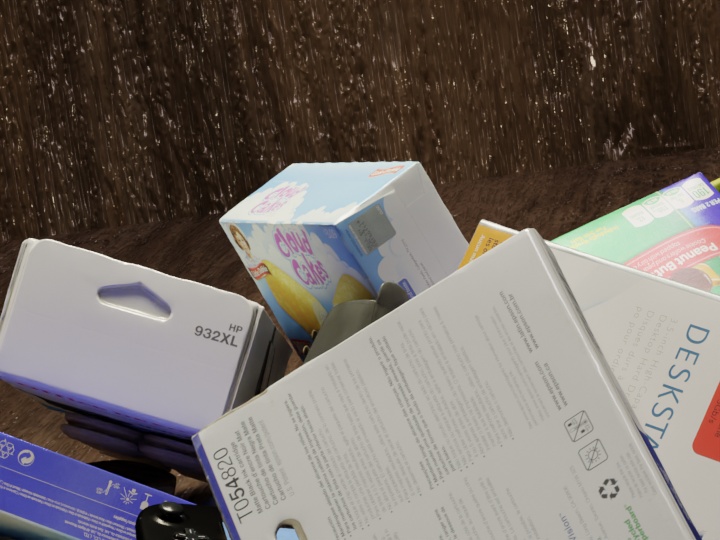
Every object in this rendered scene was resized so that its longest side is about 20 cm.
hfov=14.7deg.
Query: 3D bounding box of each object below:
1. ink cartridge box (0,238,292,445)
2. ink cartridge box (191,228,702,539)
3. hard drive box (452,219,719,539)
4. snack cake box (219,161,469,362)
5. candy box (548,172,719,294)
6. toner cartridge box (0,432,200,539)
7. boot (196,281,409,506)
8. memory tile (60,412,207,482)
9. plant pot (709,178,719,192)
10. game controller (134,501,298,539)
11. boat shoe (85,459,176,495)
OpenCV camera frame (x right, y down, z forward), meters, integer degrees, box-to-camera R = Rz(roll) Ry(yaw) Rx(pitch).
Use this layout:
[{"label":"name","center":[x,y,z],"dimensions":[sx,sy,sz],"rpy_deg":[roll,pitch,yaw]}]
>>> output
[{"label":"ink cartridge box","center":[-0.127,0.052,1.664],"dimensions":[0.144,0.084,0.200],"rpy_deg":[16,-7,6]},{"label":"ink cartridge box","center":[0.040,0.109,1.312],"dimensions":[0.199,0.200,0.041],"rpy_deg":[-31,-34,9]},{"label":"hard drive box","center":[0.122,0.081,1.358],"dimensions":[0.199,0.157,0.077],"rpy_deg":[18,-13,33]},{"label":"snack cake box","center":[0.000,0.000,1.661],"dimensions":[0.067,0.115,0.200],"rpy_deg":[-37,14,-17]},{"label":"candy box","center":[0.166,0.063,1.474],"dimensions":[0.168,0.077,0.200],"rpy_deg":[-24,53,-20]},{"label":"toner cartridge box","center":[-0.161,0.130,1.507],"dimensions":[0.199,0.043,0.095],"rpy_deg":[20,-18,0]},{"label":"boot","center":[-0.033,0.095,1.581],"dimensions":[0.077,0.139,0.200],"rpy_deg":[22,-25,-32]},{"label":"memory tile","center":[-0.103,0.120,1.733],"dimensions":[0.152,0.017,0.200],"rpy_deg":[15,-6,5]},{"label":"plant pot","center":[0.328,0.004,1.811],"dimensions":[0.181,0.201,0.199],"rpy_deg":[-10,6,34]},{"label":"game controller","center":[-0.015,0.155,1.424],"dimensions":[0.199,0.042,0.104],"rpy_deg":[7,10,-13]},{"label":"boat shoe","center":[-0.191,0.161,1.651],"dimensions":[0.072,0.072,0.199],"rpy_deg":[18,17,37]}]
